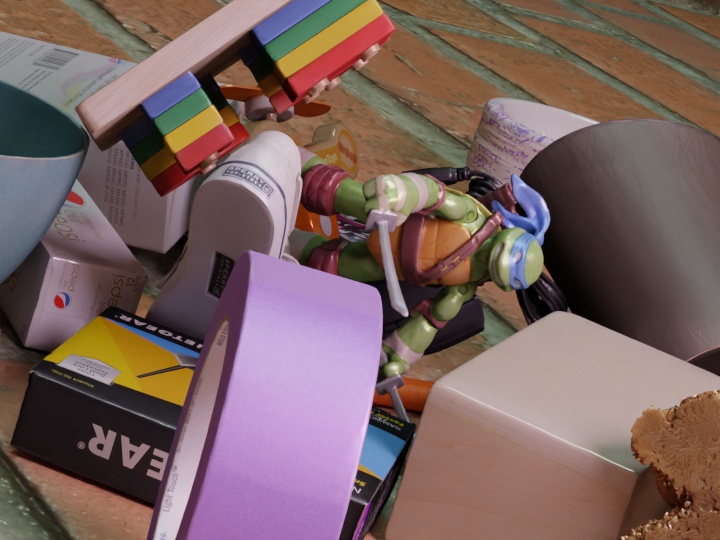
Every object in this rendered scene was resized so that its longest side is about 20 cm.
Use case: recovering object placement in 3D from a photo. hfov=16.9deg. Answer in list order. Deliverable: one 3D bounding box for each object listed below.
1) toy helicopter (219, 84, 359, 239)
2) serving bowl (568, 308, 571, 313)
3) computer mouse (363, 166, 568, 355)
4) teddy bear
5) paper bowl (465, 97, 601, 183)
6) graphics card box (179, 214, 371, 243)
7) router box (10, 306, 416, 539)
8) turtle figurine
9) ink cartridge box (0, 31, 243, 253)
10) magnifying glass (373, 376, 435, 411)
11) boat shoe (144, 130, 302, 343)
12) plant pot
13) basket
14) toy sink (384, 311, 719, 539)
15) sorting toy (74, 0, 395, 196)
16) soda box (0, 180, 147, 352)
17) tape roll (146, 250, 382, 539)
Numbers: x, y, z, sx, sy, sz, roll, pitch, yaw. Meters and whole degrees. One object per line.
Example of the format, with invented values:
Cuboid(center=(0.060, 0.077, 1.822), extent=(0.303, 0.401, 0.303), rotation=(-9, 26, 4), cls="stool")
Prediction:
Cuboid(center=(-0.049, -0.079, 1.728), extent=(0.079, 0.133, 0.200), rotation=(-14, 7, 23), cls="toy helicopter")
Cuboid(center=(0.213, 0.087, 1.670), extent=(0.199, 0.066, 0.200), rotation=(13, 35, -9), cls="serving bowl")
Cuboid(center=(0.029, 0.001, 1.610), extent=(0.199, 0.141, 0.046), rotation=(-6, 33, 34), cls="computer mouse")
Cuboid(center=(0.198, 0.163, 1.262), extent=(0.200, 0.145, 0.067), rotation=(61, 2, 29), cls="teddy bear")
Cuboid(center=(0.191, -0.074, 2.183), extent=(0.200, 0.105, 0.201), rotation=(17, 15, -5), cls="paper bowl")
Cuboid(center=(-0.027, -0.013, 1.809), extent=(0.199, 0.051, 0.125), rotation=(25, 17, 27), cls="graphics card box")
Cuboid(center=(-0.079, 0.093, 1.369), extent=(0.199, 0.051, 0.149), rotation=(21, 17, 6), cls="router box")
Cuboid(center=(0.000, 0.000, 1.486), extent=(0.193, 0.201, 0.144), rotation=(18, -19, 33), cls="turtle figurine")
Cuboid(center=(-0.201, -0.093, 1.732), extent=(0.199, 0.083, 0.146), rotation=(14, 25, 12), cls="ink cartridge box")
Cuboid(center=(-0.020, 0.073, 1.582), extent=(0.199, 0.023, 0.080), rotation=(9, 17, -25), cls="magnifying glass")
Cuboid(center=(-0.074, -0.010, 1.446), extent=(0.074, 0.202, 0.086), rotation=(27, 47, 8), cls="boat shoe")
Cuboid(center=(-0.277, -0.043, 1.453), extent=(0.199, 0.135, 0.200), rotation=(17, 15, -5), cls="plant pot")
Cuboid(center=(0.207, 0.017, 1.595), extent=(0.180, 0.136, 0.200), rotation=(11, 38, -25), cls="basket")
Cuboid(center=(0.121, 0.116, 1.420), extent=(0.130, 0.113, 0.200), rotation=(24, 21, 19), cls="toy sink")
Cuboid(center=(-0.068, -0.119, 1.465), extent=(0.070, 0.200, 0.199), rotation=(56, -4, -2), cls="sorting toy")
Cuboid(center=(-0.202, -0.011, 1.569), extent=(0.068, 0.064, 0.200), rotation=(11, 16, -25), cls="soda box")
Cuboid(center=(-0.050, 0.095, 1.112), extent=(0.065, 0.201, 0.200), rotation=(16, 15, -7), cls="tape roll")
